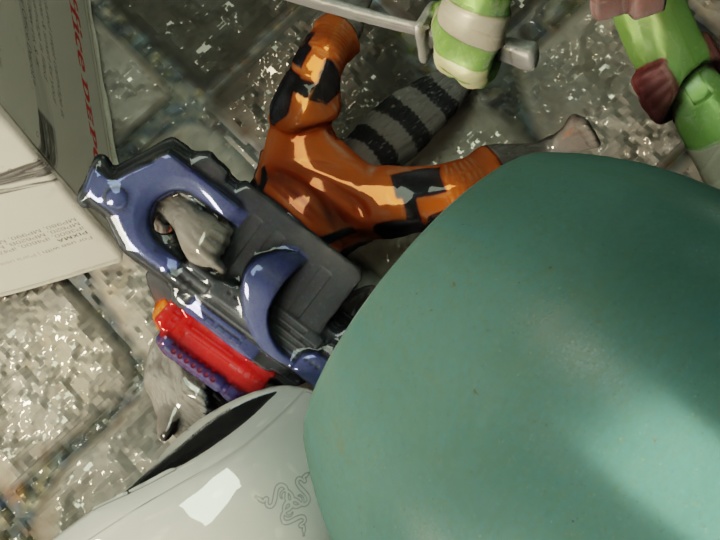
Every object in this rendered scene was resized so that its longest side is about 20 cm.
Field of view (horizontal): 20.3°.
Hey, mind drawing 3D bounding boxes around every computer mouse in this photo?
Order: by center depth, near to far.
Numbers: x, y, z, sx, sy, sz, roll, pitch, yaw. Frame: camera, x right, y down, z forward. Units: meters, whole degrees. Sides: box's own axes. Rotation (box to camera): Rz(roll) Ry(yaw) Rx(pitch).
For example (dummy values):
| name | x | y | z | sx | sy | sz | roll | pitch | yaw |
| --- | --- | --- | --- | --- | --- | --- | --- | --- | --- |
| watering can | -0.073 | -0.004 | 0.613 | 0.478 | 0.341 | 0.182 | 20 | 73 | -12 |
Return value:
| name | x | y | z | sx | sy | sz | roll | pitch | yaw |
| --- | --- | --- | --- | --- | --- | --- | --- | --- | --- |
| computer mouse | -0.081 | 0.114 | 0.699 | 0.199 | 0.044 | 0.110 | -38 | 98 | 1 |

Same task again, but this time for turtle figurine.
| name | x | y | z | sx | sy | sz | roll | pitch | yaw |
| --- | --- | --- | --- | --- | --- | --- | --- | --- | --- |
| turtle figurine | 0.091 | -0.117 | 0.696 | 0.194 | 0.200 | 0.144 | 47 | 56 | -6 |

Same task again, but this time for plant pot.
| name | x | y | z | sx | sy | sz | roll | pitch | yaw |
| --- | --- | --- | --- | --- | --- | --- | --- | --- | --- |
| plant pot | 0.080 | 0.059 | 0.632 | 0.161 | 0.201 | 0.201 | 40 | 79 | 18 |

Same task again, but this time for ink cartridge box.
| name | x | y | z | sx | sy | sz | roll | pitch | yaw |
| --- | --- | --- | --- | --- | --- | --- | --- | --- | --- |
| ink cartridge box | -0.164 | -0.094 | 0.751 | 0.084 | 0.200 | 0.147 | -17 | 64 | 9 |

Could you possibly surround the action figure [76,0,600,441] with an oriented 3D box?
| name | x | y | z | sx | sy | sz | roll | pitch | yaw |
| --- | --- | --- | --- | --- | --- | --- | --- | --- | --- |
| action figure | 0.000 | 0.000 | 0.759 | 0.200 | 0.105 | 0.194 | 45 | 86 | -6 |
